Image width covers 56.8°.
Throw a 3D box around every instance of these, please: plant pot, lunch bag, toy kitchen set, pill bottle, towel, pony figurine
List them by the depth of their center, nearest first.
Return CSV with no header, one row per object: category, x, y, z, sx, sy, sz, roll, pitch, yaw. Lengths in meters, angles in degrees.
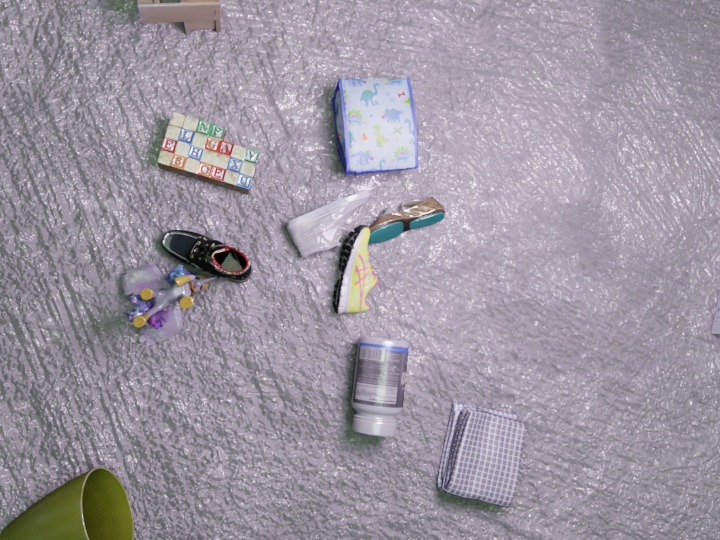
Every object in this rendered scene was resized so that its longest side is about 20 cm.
plant pot,-0.570,0.499,1.271,0.199,0.187,0.189,-20,89,3
pony figurine,-0.395,0.058,1.341,0.192,0.200,0.168,-22,96,4
toy kitchen set,-0.382,-0.612,1.377,0.162,0.200,0.182,-8,87,-12
pill bottle,0.040,0.247,1.428,0.113,0.114,0.202,8,84,-10
lunch bag,0.033,-0.312,1.469,0.169,0.127,0.202,-6,77,-12
towel,0.272,0.406,1.473,0.164,0.086,0.202,16,82,-10

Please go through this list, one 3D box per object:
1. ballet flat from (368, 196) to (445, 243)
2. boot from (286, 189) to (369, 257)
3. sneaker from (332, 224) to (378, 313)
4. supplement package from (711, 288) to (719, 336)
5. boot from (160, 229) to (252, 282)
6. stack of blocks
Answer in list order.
ballet flat,0.092,-0.118,1.504,0.199,0.071,0.066,-17,61,-14
boot,-0.058,-0.101,1.469,0.199,0.074,0.096,-24,96,-4
sneaker,0.000,0.000,1.460,0.090,0.078,0.202,9,101,-15
supplement package,0.975,0.076,1.602,0.150,0.152,0.202,17,82,-8
boot,-0.314,-0.038,1.363,0.202,0.154,0.074,24,81,-8
stack of blocks,-0.320,-0.250,1.430,0.198,0.059,0.116,16,82,-9
